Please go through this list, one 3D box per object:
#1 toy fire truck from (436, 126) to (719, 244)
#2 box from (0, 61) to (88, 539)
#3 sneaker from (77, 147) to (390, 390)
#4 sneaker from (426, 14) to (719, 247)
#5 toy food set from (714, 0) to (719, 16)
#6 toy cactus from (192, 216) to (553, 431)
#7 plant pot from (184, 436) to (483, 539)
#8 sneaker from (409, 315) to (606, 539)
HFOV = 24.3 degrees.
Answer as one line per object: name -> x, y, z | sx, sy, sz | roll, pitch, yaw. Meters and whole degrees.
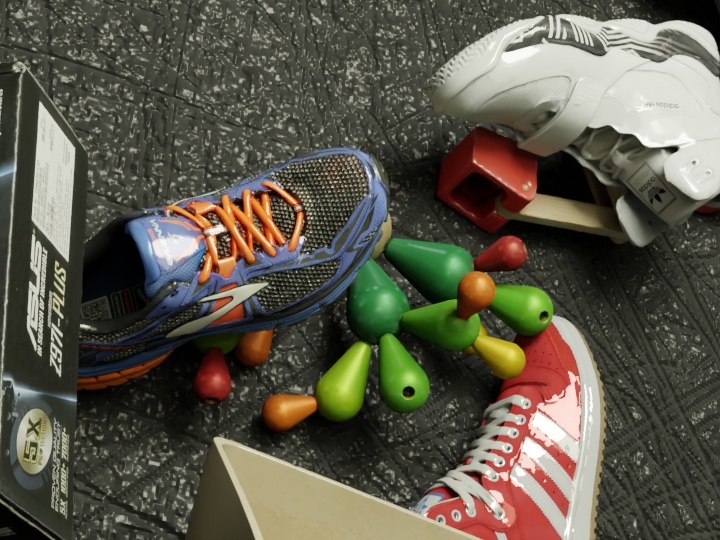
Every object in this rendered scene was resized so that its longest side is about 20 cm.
toy fire truck -> 0.153, -0.068, 1.018 | 0.199, 0.049, 0.142 | 23, 59, -15
box -> -0.212, 0.023, 0.732 | 0.163, 0.086, 0.201 | -6, 64, 11
sneaker -> -0.077, -0.003, 0.802 | 0.199, 0.078, 0.076 | -28, 70, 3
sneaker -> 0.136, -0.077, 0.938 | 0.199, 0.075, 0.115 | -6, 68, -32
toy food set -> 0.336, -0.159, 1.142 | 0.199, 0.060, 0.144 | -8, 70, -29
toy cactus -> 0.000, 0.000, 0.888 | 0.199, 0.103, 0.166 | -11, 53, -8
plant pot -> 0.002, 0.208, 0.713 | 0.199, 0.200, 0.178 | 24, 94, -14
sneaker -> 0.063, 0.107, 0.876 | 0.112, 0.071, 0.201 | 16, 62, -22
